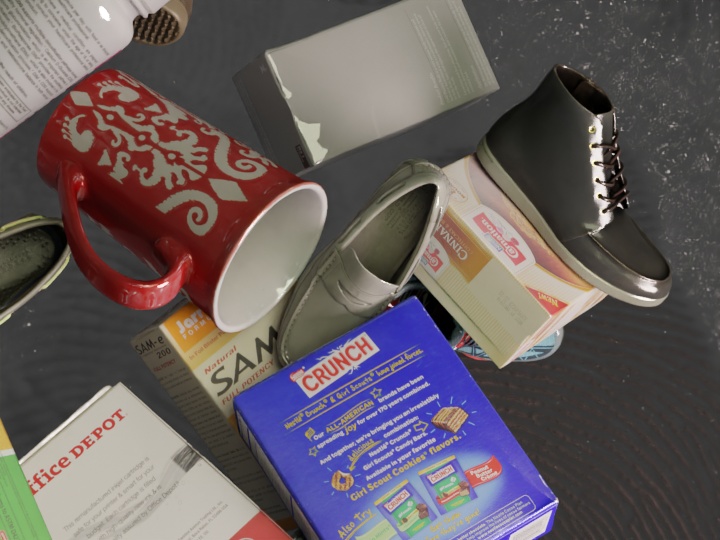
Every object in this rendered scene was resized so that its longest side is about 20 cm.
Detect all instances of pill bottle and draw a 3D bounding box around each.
[{"bbox_3d":[-0.246,-0.193,1.625,0.200,0.113,0.113,-36,96,0],"label":"pill bottle"}]

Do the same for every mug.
[{"bbox_3d":[-0.152,-0.061,1.621,0.200,0.177,0.134,35,107,21],"label":"mug"}]

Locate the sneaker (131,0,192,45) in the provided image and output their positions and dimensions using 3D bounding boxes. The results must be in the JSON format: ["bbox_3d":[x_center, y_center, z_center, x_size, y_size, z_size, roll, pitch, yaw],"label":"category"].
[{"bbox_3d":[-0.230,-0.250,1.722,0.200,0.070,0.076,26,43,-16],"label":"sneaker"}]

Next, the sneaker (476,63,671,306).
[{"bbox_3d":[0.193,-0.066,1.710,0.200,0.106,0.075,44,34,4],"label":"sneaker"}]

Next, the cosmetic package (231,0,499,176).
[{"bbox_3d":[0.005,-0.159,1.794,0.200,0.090,0.107,-22,89,-24],"label":"cosmetic package"}]

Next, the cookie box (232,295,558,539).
[{"bbox_3d":[0.025,0.147,1.610,0.171,0.075,0.200,-28,69,-14],"label":"cookie box"}]

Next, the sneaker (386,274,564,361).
[{"bbox_3d":[0.081,0.046,1.773,0.199,0.096,0.080,14,112,-16],"label":"sneaker"}]

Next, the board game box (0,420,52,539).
[{"bbox_3d":[-0.283,0.175,1.524,0.040,0.200,0.153,-23,90,-28],"label":"board game box"}]

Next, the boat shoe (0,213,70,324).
[{"bbox_3d":[-0.306,0.019,1.623,0.202,0.060,0.072,-36,96,-27],"label":"boat shoe"}]

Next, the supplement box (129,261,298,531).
[{"bbox_3d":[-0.072,0.094,1.711,0.126,0.073,0.200,-40,97,-27],"label":"supplement box"}]

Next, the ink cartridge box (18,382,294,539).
[{"bbox_3d":[-0.166,0.206,1.597,0.200,0.083,0.147,41,63,17],"label":"ink cartridge box"}]

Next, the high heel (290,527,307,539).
[{"bbox_3d":[0.052,0.210,1.665,0.143,0.071,0.200,44,61,11],"label":"high heel"}]

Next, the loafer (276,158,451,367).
[{"bbox_3d":[0.000,0.000,1.647,0.070,0.070,0.200,32,98,-6],"label":"loafer"}]

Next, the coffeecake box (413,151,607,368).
[{"bbox_3d":[0.130,-0.024,1.763,0.154,0.073,0.200,48,34,9],"label":"coffeecake box"}]
